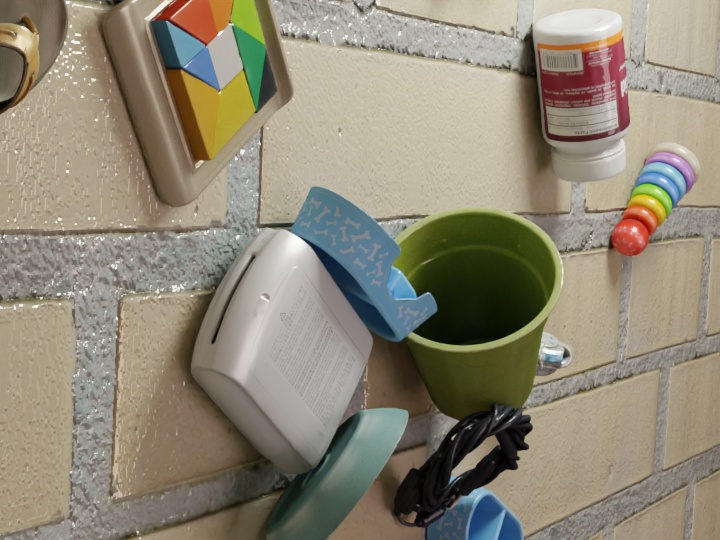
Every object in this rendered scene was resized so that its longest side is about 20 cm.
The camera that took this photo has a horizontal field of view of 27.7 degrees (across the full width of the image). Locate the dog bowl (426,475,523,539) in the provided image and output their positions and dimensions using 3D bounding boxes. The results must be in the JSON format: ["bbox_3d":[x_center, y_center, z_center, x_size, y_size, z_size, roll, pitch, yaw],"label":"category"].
[{"bbox_3d":[0.145,0.327,1.785,0.200,0.049,0.112,49,54,-52],"label":"dog bowl"}]

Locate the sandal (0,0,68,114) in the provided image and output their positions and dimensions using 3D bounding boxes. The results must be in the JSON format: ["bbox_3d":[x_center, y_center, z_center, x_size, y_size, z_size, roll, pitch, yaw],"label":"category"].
[{"bbox_3d":[-0.263,-0.140,1.014,0.200,0.054,0.081,-47,133,-45],"label":"sandal"}]

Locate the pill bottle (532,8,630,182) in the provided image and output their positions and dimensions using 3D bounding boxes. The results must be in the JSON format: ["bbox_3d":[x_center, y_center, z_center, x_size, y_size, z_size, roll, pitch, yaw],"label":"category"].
[{"bbox_3d":[0.284,-0.222,1.858,0.114,0.114,0.201,-40,128,-49],"label":"pill bottle"}]

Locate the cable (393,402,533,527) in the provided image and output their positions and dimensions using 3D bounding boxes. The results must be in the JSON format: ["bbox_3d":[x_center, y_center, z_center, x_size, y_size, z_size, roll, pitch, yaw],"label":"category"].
[{"bbox_3d":[0.126,0.214,1.616,0.163,0.051,0.200,-14,147,-31],"label":"cable"}]

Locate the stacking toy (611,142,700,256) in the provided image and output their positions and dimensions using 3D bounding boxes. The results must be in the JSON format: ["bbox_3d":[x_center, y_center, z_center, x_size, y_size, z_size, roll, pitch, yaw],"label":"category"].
[{"bbox_3d":[0.431,-0.100,2.168,0.200,0.085,0.086,-53,137,-34],"label":"stacking toy"}]

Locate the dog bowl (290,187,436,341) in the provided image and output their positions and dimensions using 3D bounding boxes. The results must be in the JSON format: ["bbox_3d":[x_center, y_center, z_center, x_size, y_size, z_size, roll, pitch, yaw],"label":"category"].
[{"bbox_3d":[0.000,0.000,1.417,0.050,0.111,0.200,-52,140,-13],"label":"dog bowl"}]

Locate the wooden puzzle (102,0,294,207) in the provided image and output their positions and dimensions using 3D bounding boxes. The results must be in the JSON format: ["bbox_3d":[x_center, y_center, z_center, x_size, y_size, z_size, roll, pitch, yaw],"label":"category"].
[{"bbox_3d":[-0.127,-0.180,1.252,0.200,0.037,0.186,-50,135,-43],"label":"wooden puzzle"}]

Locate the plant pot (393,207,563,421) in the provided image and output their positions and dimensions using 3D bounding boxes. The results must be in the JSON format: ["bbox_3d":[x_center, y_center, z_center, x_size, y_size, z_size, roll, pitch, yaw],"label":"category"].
[{"bbox_3d":[0.125,0.069,1.599,0.200,0.199,0.190,-60,153,-35],"label":"plant pot"}]

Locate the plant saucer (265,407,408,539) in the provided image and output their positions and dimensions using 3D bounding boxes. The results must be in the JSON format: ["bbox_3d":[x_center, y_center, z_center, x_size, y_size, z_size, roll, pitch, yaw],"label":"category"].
[{"bbox_3d":[-0.031,0.200,1.382,0.036,0.200,0.200,40,50,-5],"label":"plant saucer"}]

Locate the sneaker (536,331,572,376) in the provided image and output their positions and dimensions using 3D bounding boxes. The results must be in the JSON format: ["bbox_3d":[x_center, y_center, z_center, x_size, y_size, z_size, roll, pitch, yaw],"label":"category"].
[{"bbox_3d":[0.204,0.099,1.809,0.200,0.086,0.075,-1,98,-58],"label":"sneaker"}]

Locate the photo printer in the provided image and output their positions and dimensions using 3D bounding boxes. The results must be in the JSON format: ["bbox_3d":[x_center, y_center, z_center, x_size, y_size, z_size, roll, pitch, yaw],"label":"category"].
[{"bbox_3d":[-0.074,0.071,1.351,0.167,0.069,0.200,-65,144,-25],"label":"photo printer"}]
